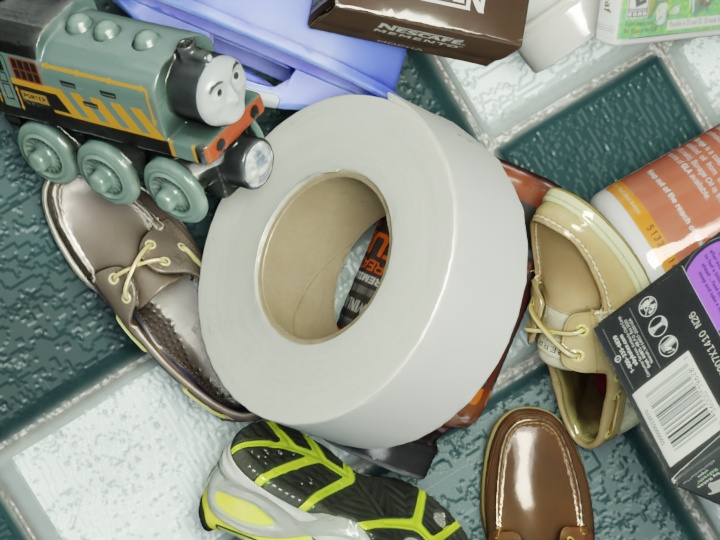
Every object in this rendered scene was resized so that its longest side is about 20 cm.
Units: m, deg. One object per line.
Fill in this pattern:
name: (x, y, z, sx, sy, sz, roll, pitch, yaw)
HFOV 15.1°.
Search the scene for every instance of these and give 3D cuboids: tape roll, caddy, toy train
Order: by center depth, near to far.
tape roll: (0.000, 0.000, 1.588, 0.071, 0.202, 0.203, 22, 90, -45)
toy train: (-0.141, -0.102, 1.605, 0.085, 0.200, 0.114, -47, 137, -32)
caddy: (-0.057, -0.153, 1.630, 0.200, 0.141, 0.105, 22, 87, -4)

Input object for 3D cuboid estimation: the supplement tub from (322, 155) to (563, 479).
supplement tub: (0.045, 0.024, 1.661, 0.107, 0.107, 0.200, 22, 90, -5)

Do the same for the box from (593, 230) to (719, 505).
box: (0.250, 0.075, 1.607, 0.106, 0.200, 0.122, -39, 52, 21)

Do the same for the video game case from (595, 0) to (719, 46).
video game case: (0.223, -0.230, 1.626, 0.200, 0.022, 0.182, -10, 113, -44)

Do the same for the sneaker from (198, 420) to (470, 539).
sneaker: (-0.009, 0.167, 1.690, 0.200, 0.075, 0.076, 34, 126, -13)

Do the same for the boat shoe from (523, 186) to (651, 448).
boat shoe: (0.136, 0.035, 1.636, 0.066, 0.074, 0.200, -42, 135, -19)

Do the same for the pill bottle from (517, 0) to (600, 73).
pill bottle: (0.082, -0.225, 1.651, 0.113, 0.113, 0.200, -36, 95, -2)

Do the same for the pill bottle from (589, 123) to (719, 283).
pill bottle: (0.251, -0.044, 1.672, 0.200, 0.112, 0.112, -29, 94, -2)

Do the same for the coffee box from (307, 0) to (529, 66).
coffee box: (0.046, -0.227, 1.543, 0.113, 0.080, 0.200, 10, 83, -12)

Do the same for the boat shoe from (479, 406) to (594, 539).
boat shoe: (0.115, 0.186, 1.692, 0.072, 0.068, 0.200, -3, 92, -4)

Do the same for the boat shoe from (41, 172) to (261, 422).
boat shoe: (-0.122, 0.013, 1.670, 0.072, 0.060, 0.200, -39, 95, -2)
